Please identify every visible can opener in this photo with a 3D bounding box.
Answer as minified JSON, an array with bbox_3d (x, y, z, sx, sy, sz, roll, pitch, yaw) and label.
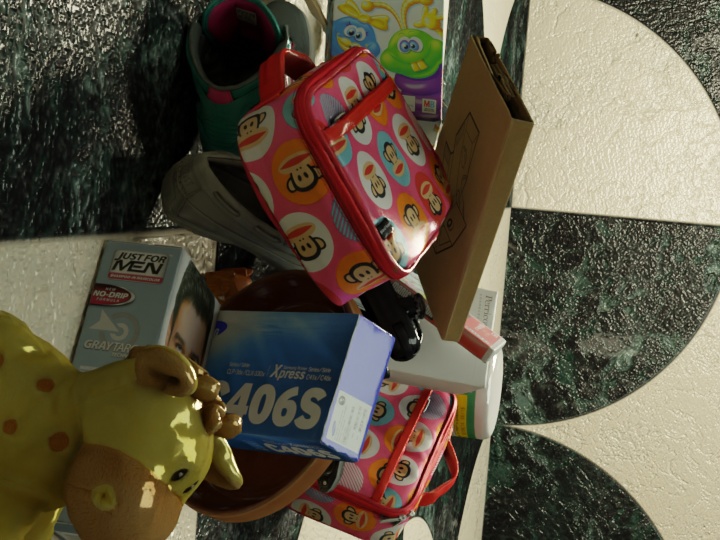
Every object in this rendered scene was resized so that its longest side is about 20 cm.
[{"bbox_3d":[0.000,0.000,1.164,0.063,0.078,0.200,94,-22,-56],"label":"can opener"}]

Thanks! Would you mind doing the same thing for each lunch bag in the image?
[{"bbox_3d":[0.017,0.186,1.421,0.200,0.176,0.082,-60,171,-46],"label":"lunch bag"},{"bbox_3d":[-0.014,-0.084,1.002,0.176,0.082,0.200,59,23,-11],"label":"lunch bag"}]

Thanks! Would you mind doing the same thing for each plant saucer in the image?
[{"bbox_3d":[-0.071,0.095,1.033,0.032,0.200,0.201,34,58,-40],"label":"plant saucer"}]

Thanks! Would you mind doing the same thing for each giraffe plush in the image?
[{"bbox_3d":[-0.152,0.098,0.741,0.173,0.162,0.201,30,66,-75],"label":"giraffe plush"}]

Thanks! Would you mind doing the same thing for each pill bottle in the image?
[{"bbox_3d":[0.057,0.127,1.560,0.113,0.200,0.113,6,90,-77],"label":"pill bottle"}]

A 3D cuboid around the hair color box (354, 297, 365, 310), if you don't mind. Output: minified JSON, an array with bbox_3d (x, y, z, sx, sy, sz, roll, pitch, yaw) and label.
[{"bbox_3d":[-0.040,0.108,1.257,0.200,0.061,0.102,-59,-171,40],"label":"hair color box"}]

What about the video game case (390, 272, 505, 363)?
[{"bbox_3d":[0.048,0.018,1.287,0.017,0.200,0.143,-55,172,6],"label":"video game case"}]

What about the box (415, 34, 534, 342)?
[{"bbox_3d":[0.085,-0.069,1.108,0.164,0.021,0.200,-103,-154,-57],"label":"box"}]

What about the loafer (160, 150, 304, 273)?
[{"bbox_3d":[-0.058,-0.042,1.062,0.200,0.070,0.070,17,58,-35],"label":"loafer"}]

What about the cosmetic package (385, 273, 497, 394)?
[{"bbox_3d":[0.030,0.057,1.400,0.085,0.200,0.108,147,-48,-72],"label":"cosmetic package"}]

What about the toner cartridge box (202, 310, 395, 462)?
[{"bbox_3d":[-0.073,0.080,0.987,0.043,0.200,0.095,36,64,-41],"label":"toner cartridge box"}]

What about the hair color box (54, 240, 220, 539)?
[{"bbox_3d":[-0.157,0.091,0.940,0.099,0.060,0.200,68,29,-63],"label":"hair color box"}]

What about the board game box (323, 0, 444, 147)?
[{"bbox_3d":[0.020,-0.200,1.245,0.105,0.103,0.200,104,-11,-63],"label":"board game box"}]

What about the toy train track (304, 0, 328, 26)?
[{"bbox_3d":[-0.064,-0.269,1.239,0.115,0.032,0.200,63,12,-6],"label":"toy train track"}]

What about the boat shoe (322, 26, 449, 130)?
[{"bbox_3d":[0.049,-0.207,1.425,0.062,0.200,0.075,-46,178,-10],"label":"boat shoe"}]

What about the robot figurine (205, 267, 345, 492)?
[{"bbox_3d":[-0.070,0.095,1.145,0.058,0.145,0.201,-14,99,-60],"label":"robot figurine"}]

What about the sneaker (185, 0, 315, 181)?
[{"bbox_3d":[-0.087,-0.181,1.095,0.121,0.083,0.200,90,11,-50],"label":"sneaker"}]
